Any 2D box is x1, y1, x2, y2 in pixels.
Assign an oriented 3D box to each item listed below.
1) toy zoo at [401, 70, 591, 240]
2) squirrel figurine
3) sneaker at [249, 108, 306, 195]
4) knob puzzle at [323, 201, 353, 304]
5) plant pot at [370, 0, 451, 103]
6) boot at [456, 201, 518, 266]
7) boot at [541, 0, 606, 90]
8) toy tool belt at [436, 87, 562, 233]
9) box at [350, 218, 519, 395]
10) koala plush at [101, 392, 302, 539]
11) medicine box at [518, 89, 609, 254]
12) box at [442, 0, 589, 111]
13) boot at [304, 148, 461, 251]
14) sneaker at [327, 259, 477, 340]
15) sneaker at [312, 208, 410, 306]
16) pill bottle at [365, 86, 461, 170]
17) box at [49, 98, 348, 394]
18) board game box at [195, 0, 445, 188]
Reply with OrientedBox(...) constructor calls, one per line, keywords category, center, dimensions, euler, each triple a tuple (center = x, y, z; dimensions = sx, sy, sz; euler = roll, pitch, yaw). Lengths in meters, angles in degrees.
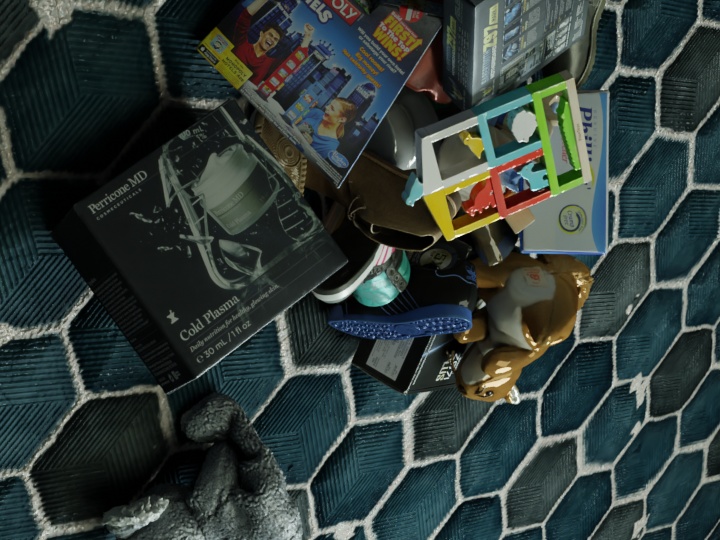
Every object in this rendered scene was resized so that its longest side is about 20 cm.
OrientedBox(category="toy zoo", center=(0.134, -0.110, 1.576), dimensions=(0.199, 0.020, 0.132), euler=(-23, 128, -7))
OrientedBox(category="squirrel figurine", center=(0.193, 0.071, 1.874), dimensions=(0.200, 0.141, 0.187), euler=(-34, 150, -43))
OrientedBox(category="sneaker", center=(-0.108, -0.072, 1.655), dimensions=(0.071, 0.112, 0.202), euler=(-9, 91, -37))
OrientedBox(category="knob puzzle", center=(0.030, -0.040, 1.853), dimensions=(0.219, 0.030, 0.221), euler=(-29, 134, -34))
OrientedBox(category="plant pot", center=(0.082, -0.293, 1.612), dimensions=(0.200, 0.201, 0.196), euler=(15, 112, -52))
OrientedBox(category="boot", center=(0.143, -0.073, 1.843), dimensions=(0.200, 0.074, 0.098), euler=(-64, 136, -72))
OrientedBox(category="boot", center=(0.214, -0.307, 1.838), dimensions=(0.199, 0.072, 0.183), euler=(3, 100, -57))
OrientedBox(category="toy tool belt", center=(0.168, -0.149, 1.669), dimensions=(0.201, 0.122, 0.125), euler=(-61, 173, -10))
OrientedBox(category="box", center=(0.094, 0.043, 1.911), dimensions=(0.164, 0.086, 0.201), euler=(1, 115, -64))
OrientedBox(category="koala plush", center=(-0.186, 0.275, 1.734), dimensions=(0.199, 0.184, 0.178), euler=(-25, 133, -20))
OrientedBox(category="medicine box", center=(0.236, -0.116, 1.817), dimensions=(0.200, 0.102, 0.184), euler=(-34, 124, -82))
OrientedBox(category="box", center=(0.153, -0.254, 1.508), dimensions=(0.157, 0.051, 0.200), euler=(-38, 158, -14))
OrientedBox(category="boot", center=(0.002, -0.079, 1.651), dimensions=(0.074, 0.199, 0.076), euler=(82, 32, -53))
OrientedBox(category="sneaker", center=(0.051, 0.033, 1.809), dimensions=(0.070, 0.199, 0.078), euler=(35, 58, -48))
OrientedBox(category="sneaker", center=(0.000, 0.000, 1.731), dimensions=(0.200, 0.083, 0.121), euler=(-61, 148, -46))
OrientedBox(category="pill bottle", center=(0.075, -0.159, 1.751), dimensions=(0.199, 0.113, 0.114), euler=(-16, 127, -43))
OrientedBox(category="box", center=(-0.156, -0.022, 1.500), dimensions=(0.200, 0.197, 0.124), euler=(-38, -177, -25))
OrientedBox(category="board game box", center=(-0.021, -0.222, 1.525), dimensions=(0.200, 0.062, 0.200), euler=(-42, 103, 18))
